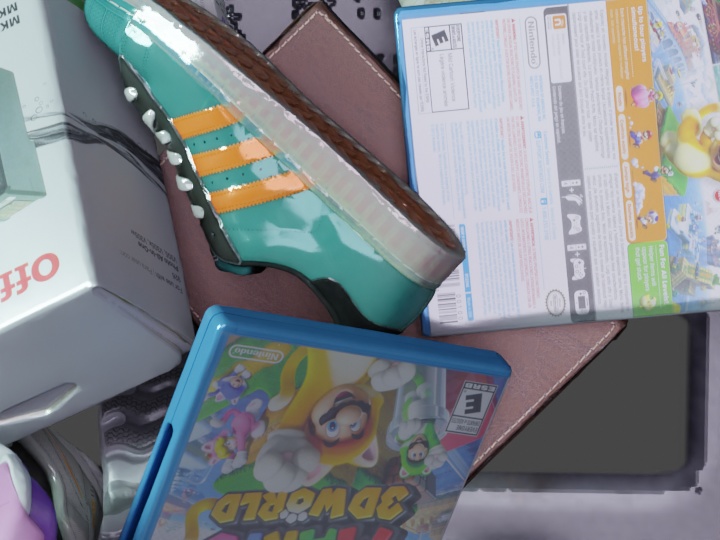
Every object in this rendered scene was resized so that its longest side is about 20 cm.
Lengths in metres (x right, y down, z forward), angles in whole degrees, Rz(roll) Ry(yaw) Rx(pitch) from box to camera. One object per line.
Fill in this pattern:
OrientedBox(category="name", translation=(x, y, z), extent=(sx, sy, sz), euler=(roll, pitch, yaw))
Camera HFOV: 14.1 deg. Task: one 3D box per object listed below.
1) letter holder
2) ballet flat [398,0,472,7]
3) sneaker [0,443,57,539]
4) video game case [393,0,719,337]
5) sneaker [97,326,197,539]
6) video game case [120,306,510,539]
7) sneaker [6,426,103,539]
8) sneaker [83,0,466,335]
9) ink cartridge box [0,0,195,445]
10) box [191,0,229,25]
OrientedBox(category="letter holder", translation=(0.000, 0.000, 1.329), extent=(0.142, 0.101, 0.200), euler=(-44, 92, 0))
OrientedBox(category="ballet flat", translation=(0.043, -0.152, 1.335), extent=(0.062, 0.068, 0.201), euler=(8, 65, 8))
OrientedBox(category="sneaker", translation=(-0.164, 0.135, 1.248), extent=(0.088, 0.200, 0.081), euler=(36, 62, -14))
OrientedBox(category="video game case", translation=(0.119, -0.051, 1.266), extent=(0.199, 0.018, 0.144), euler=(-5, 95, 1))
OrientedBox(category="sneaker", translation=(-0.083, 0.096, 1.342), extent=(0.074, 0.082, 0.201), euler=(8, 71, 14))
OrientedBox(category="video game case", translation=(-0.033, 0.115, 1.242), extent=(0.142, 0.018, 0.201), euler=(10, 113, -30))
OrientedBox(category="sneaker", translation=(-0.187, 0.063, 1.323), extent=(0.200, 0.092, 0.076), euler=(43, 88, -2))
OrientedBox(category="sneaker", translation=(-0.053, -0.044, 1.243), extent=(0.200, 0.071, 0.080), euler=(43, 102, 6))
OrientedBox(category="ink cartridge box", translation=(-0.166, -0.035, 1.266), extent=(0.145, 0.084, 0.201), euler=(-26, 59, 19))
OrientedBox(category="box", translation=(-0.095, -0.181, 1.327), extent=(0.041, 0.039, 0.201), euler=(-14, 75, 5))
